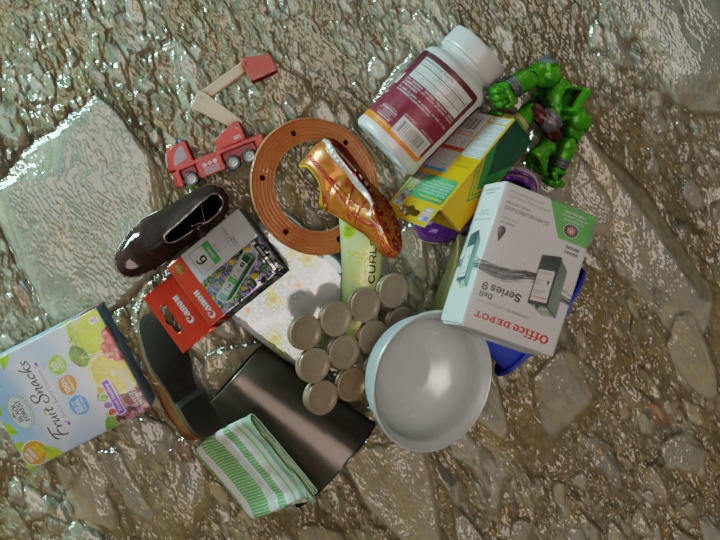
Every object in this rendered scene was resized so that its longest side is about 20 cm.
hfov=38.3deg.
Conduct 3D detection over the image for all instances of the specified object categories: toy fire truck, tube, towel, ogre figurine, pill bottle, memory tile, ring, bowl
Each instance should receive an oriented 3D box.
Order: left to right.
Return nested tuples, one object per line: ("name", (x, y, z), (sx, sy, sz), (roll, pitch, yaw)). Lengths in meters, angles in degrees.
("toy fire truck", (-0.198, -0.215, 1.491), (0.199, 0.049, 0.142), (-21, 98, -2))
("towel", (-0.154, 0.288, 1.491), (0.153, 0.200, 0.023), (51, 53, -5))
("towel", (-0.104, 0.030, 1.531), (0.200, 0.048, 0.171), (40, 94, -8))
("ring", (-0.066, -0.121, 1.499), (0.199, 0.019, 0.202), (2, 85, -24))
("memory tile", (-0.005, 0.103, 1.459), (0.199, 0.017, 0.154), (-24, 110, -26))
("tube", (0.000, 0.000, 1.487), (0.058, 0.052, 0.201), (-1, 97, -32))
("bowl", (0.080, 0.146, 1.456), (0.200, 0.090, 0.202), (-6, 103, -30))
("pill bottle", (0.102, -0.245, 1.482), (0.114, 0.114, 0.200), (44, 91, -8))
("tube", (0.135, 0.048, 1.536), (0.052, 0.058, 0.201), (23, 97, 10))
("ogre figurine", (0.270, -0.222, 1.504), (0.200, 0.098, 0.120), (45, 81, -15))

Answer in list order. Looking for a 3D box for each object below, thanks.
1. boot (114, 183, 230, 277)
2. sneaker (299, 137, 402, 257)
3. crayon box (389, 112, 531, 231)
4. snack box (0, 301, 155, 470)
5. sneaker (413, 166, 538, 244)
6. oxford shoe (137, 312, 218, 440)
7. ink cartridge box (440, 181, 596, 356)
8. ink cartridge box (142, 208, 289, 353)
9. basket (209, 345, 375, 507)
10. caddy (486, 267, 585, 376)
("boot", (-0.270, -0.053, 1.444), (0.200, 0.166, 0.072), (-36, 98, 0))
("sneaker", (-0.010, -0.092, 1.450), (0.077, 0.073, 0.200), (-42, 69, 19))
("crayon box", (0.135, -0.132, 1.472), (0.200, 0.126, 0.052), (-50, 120, -9))
("snack box", (-0.426, 0.167, 1.506), (0.199, 0.068, 0.169), (-27, 99, 0))
("sneaker", (0.173, -0.096, 1.519), (0.199, 0.088, 0.081), (-21, 100, 0))
("oxford shoe", (-0.283, 0.160, 1.522), (0.071, 0.071, 0.201), (-20, 84, -43))
("ink cartridge box", (0.212, 0.000, 1.393), (0.145, 0.084, 0.201), (19, 86, -15))
("ink cartridge box", (-0.212, 0.017, 1.475), (0.200, 0.050, 0.109), (-38, 83, 5))
("basket", (-0.110, 0.217, 1.509), (0.200, 0.136, 0.180), (42, 116, -3))
("caddy", (0.247, 0.063, 1.517), (0.105, 0.141, 0.200), (38, 93, -5))
